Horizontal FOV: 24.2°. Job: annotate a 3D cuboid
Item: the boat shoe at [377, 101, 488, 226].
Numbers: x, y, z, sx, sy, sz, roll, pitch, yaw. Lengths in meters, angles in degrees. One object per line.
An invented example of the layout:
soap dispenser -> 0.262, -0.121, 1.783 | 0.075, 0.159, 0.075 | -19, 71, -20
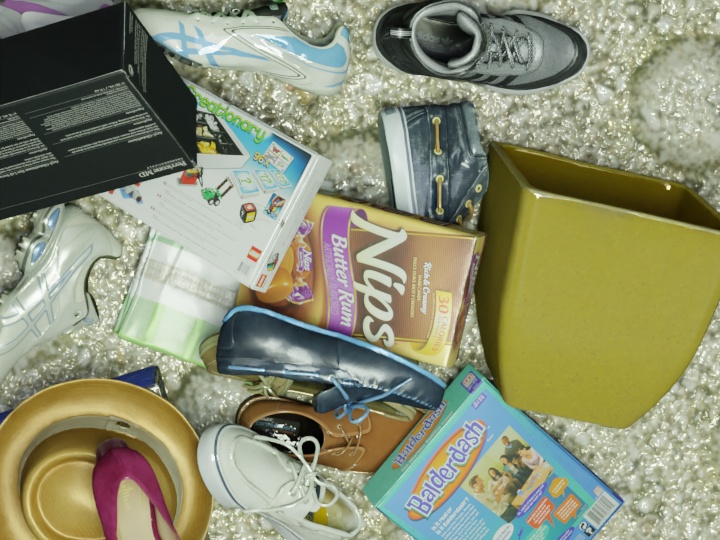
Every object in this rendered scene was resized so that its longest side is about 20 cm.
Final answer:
boat shoe -> 0.074, -0.050, 1.504 | 0.090, 0.071, 0.203 | -9, 97, -5

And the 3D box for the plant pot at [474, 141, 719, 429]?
plant pot -> 0.194, 0.021, 1.470 | 0.193, 0.194, 0.202 | 12, 105, -8

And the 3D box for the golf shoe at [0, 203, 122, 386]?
golf shoe -> -0.280, 0.041, 1.479 | 0.096, 0.078, 0.202 | 27, 94, -14

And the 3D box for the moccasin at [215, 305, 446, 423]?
moccasin -> -0.028, 0.091, 1.426 | 0.198, 0.081, 0.069 | 18, 77, 0

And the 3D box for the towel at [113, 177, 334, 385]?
towel -> -0.122, -0.011, 1.509 | 0.148, 0.031, 0.202 | 20, 94, -7

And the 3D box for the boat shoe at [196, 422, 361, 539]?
boat shoe -> -0.058, 0.189, 1.462 | 0.085, 0.075, 0.202 | -10, 144, 29

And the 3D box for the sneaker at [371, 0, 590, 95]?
sneaker -> 0.112, -0.194, 1.469 | 0.197, 0.114, 0.077 | 5, 97, -6

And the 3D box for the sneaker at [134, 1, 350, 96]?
sneaker -> -0.105, -0.205, 1.466 | 0.197, 0.072, 0.073 | 11, 101, -11

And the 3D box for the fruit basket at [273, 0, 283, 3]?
fruit basket -> -0.041, -0.327, 1.431 | 0.213, 0.155, 0.219 | 0, 92, 11

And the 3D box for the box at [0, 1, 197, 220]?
box -> -0.252, -0.128, 1.393 | 0.198, 0.141, 0.080 | -13, 54, 15

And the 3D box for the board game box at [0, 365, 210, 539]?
board game box -> -0.226, 0.208, 1.490 | 0.158, 0.097, 0.202 | -16, 98, -4

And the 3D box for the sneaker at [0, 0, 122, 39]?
sneaker -> -0.293, -0.224, 1.452 | 0.197, 0.078, 0.142 | -10, 77, 10

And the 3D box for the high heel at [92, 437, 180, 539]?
high heel -> -0.166, 0.233, 1.319 | 0.067, 0.096, 0.202 | -24, 104, -9

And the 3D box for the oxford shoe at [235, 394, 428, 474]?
oxford shoe -> -0.013, 0.153, 1.520 | 0.197, 0.071, 0.072 | 3, 95, -8

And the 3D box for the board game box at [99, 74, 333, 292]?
board game box -> -0.134, -0.084, 1.447 | 0.199, 0.035, 0.127 | 31, 94, 25

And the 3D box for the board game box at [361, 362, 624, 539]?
board game box -> 0.122, 0.205, 1.529 | 0.200, 0.045, 0.152 | 41, 91, -24

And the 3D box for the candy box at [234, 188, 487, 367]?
candy box -> 0.000, 0.000, 1.453 | 0.198, 0.056, 0.118 | 14, 98, 12

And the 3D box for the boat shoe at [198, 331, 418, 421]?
boat shoe -> -0.045, 0.093, 1.486 | 0.198, 0.073, 0.064 | 8, 65, -16

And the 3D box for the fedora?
fedora -> -0.219, 0.189, 1.396 | 0.198, 0.082, 0.203 | -1, 97, -6
